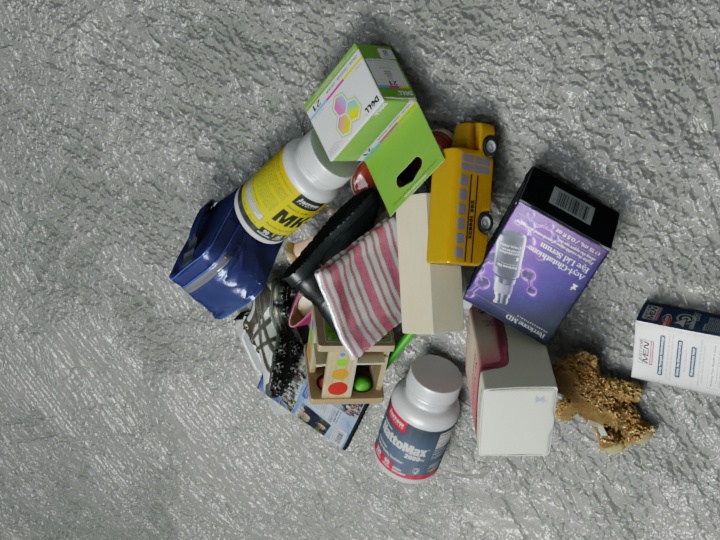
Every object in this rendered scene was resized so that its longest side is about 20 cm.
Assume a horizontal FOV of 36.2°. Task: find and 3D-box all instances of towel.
[{"bbox_3d":[0.029,0.018,1.628,0.030,0.199,0.148,1,121,52],"label":"towel"}]

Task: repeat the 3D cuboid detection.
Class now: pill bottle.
[{"bbox_3d":[0.099,0.244,1.829,0.118,0.120,0.202,27,127,14],"label":"pill bottle"},{"bbox_3d":[-0.101,-0.136,1.731,0.115,0.114,0.199,50,130,-4],"label":"pill bottle"}]

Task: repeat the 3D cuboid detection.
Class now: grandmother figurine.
[{"bbox_3d":[-0.018,-0.048,1.738,0.197,0.061,0.122,-18,123,13],"label":"grandmother figurine"}]

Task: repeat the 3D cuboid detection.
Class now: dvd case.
[{"bbox_3d":[-0.082,0.212,1.935,0.198,0.018,0.144,34,128,11],"label":"dvd case"}]

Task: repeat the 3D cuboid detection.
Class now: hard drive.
[{"bbox_3d":[-0.135,0.162,1.974,0.138,0.038,0.203,-9,113,34],"label":"hard drive"}]

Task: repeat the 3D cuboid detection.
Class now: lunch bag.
[{"bbox_3d":[-0.220,-0.040,1.811,0.135,0.202,0.132,-30,118,37],"label":"lunch bag"}]

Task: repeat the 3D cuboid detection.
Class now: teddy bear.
[{"bbox_3d":[0.367,0.202,1.689,0.199,0.067,0.145,36,139,-1],"label":"teddy bear"}]

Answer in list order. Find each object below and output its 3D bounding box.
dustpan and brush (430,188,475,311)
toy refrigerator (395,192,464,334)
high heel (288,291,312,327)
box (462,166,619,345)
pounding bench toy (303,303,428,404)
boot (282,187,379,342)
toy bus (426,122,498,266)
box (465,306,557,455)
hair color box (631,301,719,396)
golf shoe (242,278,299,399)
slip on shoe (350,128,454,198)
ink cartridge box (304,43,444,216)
[{"bbox_3d":[0.120,-0.046,1.699,0.138,0.057,0.203,13,129,37],"label":"dustpan and brush"},{"bbox_3d":[0.104,-0.011,1.624,0.075,0.069,0.204,-3,91,54],"label":"toy refrigerator"},{"bbox_3d":[-0.063,0.007,1.803,0.067,0.096,0.201,37,129,6],"label":"high heel"},{"bbox_3d":[0.257,-0.019,1.580,0.146,0.105,0.202,27,128,3],"label":"box"},{"bbox_3d":[0.014,0.130,1.800,0.196,0.125,0.158,0,133,-10],"label":"pounding bench toy"},{"bbox_3d":[0.000,0.000,1.675,0.168,0.201,0.076,45,169,-18],"label":"boot"},{"bbox_3d":[0.143,-0.109,1.567,0.065,0.077,0.204,1,86,56],"label":"toy bus"},{"bbox_3d":[0.220,0.161,1.639,0.107,0.201,0.130,-1,123,-1],"label":"box"},{"bbox_3d":[0.490,0.117,1.559,0.197,0.061,0.102,11,122,25],"label":"hair color box"},{"bbox_3d":[-0.155,0.116,1.878,0.093,0.077,0.204,2,85,28],"label":"golf shoe"},{"bbox_3d":[0.057,-0.155,1.661,0.198,0.061,0.075,-20,107,39],"label":"slip on shoe"},{"bbox_3d":[0.019,-0.202,1.595,0.148,0.075,0.202,-44,62,40],"label":"ink cartridge box"}]
